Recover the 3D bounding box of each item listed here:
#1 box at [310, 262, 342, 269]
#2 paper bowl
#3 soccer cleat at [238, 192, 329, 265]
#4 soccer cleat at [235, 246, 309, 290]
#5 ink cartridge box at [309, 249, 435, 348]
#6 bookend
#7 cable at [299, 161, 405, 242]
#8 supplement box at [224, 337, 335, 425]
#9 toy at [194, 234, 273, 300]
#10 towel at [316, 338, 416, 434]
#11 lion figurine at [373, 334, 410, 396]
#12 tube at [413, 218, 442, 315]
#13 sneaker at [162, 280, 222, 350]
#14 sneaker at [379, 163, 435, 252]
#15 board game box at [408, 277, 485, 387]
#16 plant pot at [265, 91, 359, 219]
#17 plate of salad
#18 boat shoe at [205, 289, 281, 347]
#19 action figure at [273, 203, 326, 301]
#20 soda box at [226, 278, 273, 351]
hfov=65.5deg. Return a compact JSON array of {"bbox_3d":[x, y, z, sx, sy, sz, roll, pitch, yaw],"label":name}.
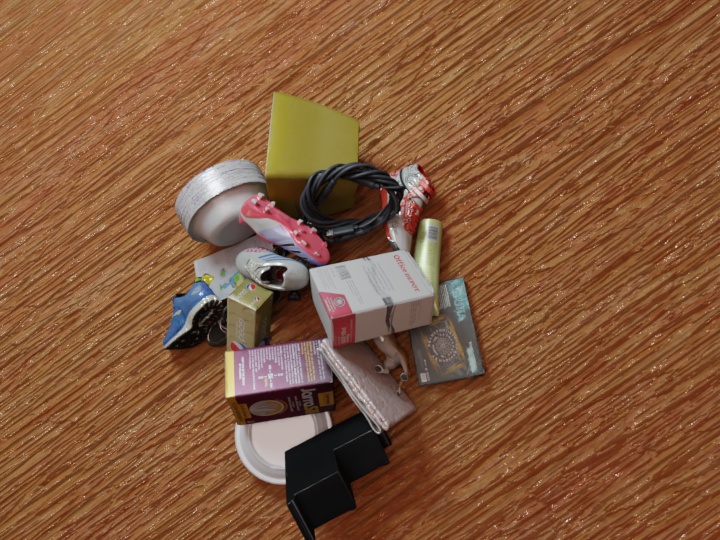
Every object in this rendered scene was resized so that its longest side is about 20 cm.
[{"bbox_3d":[0.000,0.000,1.142,0.199,0.041,0.039,-8,94,-16],"label":"box"},{"bbox_3d":[-0.275,-0.128,1.176,0.200,0.201,0.105,-35,75,2],"label":"paper bowl"},{"bbox_3d":[-0.149,-0.069,1.097,0.200,0.067,0.077,37,127,-3],"label":"soccer cleat"},{"bbox_3d":[-0.192,-0.005,1.106,0.199,0.086,0.070,11,104,34],"label":"soccer cleat"},{"bbox_3d":[0.020,0.048,1.049,0.199,0.085,0.146,-13,42,-14],"label":"ink cartridge box"},{"bbox_3d":[-0.030,0.362,1.017,0.199,0.199,0.092,-27,100,-5],"label":"bookend"},{"bbox_3d":[-0.012,-0.139,1.076,0.199,0.164,0.051,-17,37,13],"label":"cable"},{"bbox_3d":[-0.153,0.217,1.089,0.199,0.131,0.104,-8,51,-5],"label":"supplement box"},{"bbox_3d":[-0.267,0.003,1.226,0.199,0.047,0.116,-19,67,13],"label":"toy"},{"bbox_3d":[0.014,0.207,1.067,0.032,0.191,0.200,-42,75,14],"label":"towel"},{"bbox_3d":[0.053,0.142,1.126,0.072,0.122,0.201,-20,91,18],"label":"lion figurine"},{"bbox_3d":[0.132,-0.006,1.143,0.052,0.058,0.201,18,69,-25],"label":"tube"},{"bbox_3d":[-0.365,0.097,1.195,0.200,0.078,0.089,-47,59,27],"label":"sneaker"},{"bbox_3d":[0.103,-0.129,1.149,0.108,0.067,0.202,-22,58,23],"label":"sneaker"},{"bbox_3d":[0.166,0.124,1.137,0.135,0.028,0.201,-12,77,7],"label":"board game box"},{"bbox_3d":[-0.093,-0.225,1.164,0.176,0.200,0.201,2,68,-3],"label":"plant pot"},{"bbox_3d":[-0.156,0.330,1.145,0.199,0.048,0.201,0,75,-1],"label":"plate of salad"},{"bbox_3d":[-0.261,0.091,1.205,0.200,0.057,0.067,-38,75,1],"label":"boat shoe"},{"bbox_3d":[-0.123,-0.038,1.172,0.118,0.102,0.201,-2,95,-15],"label":"action figure"},{"bbox_3d":[-0.224,0.119,1.126,0.068,0.201,0.064,24,42,14],"label":"soda box"}]
